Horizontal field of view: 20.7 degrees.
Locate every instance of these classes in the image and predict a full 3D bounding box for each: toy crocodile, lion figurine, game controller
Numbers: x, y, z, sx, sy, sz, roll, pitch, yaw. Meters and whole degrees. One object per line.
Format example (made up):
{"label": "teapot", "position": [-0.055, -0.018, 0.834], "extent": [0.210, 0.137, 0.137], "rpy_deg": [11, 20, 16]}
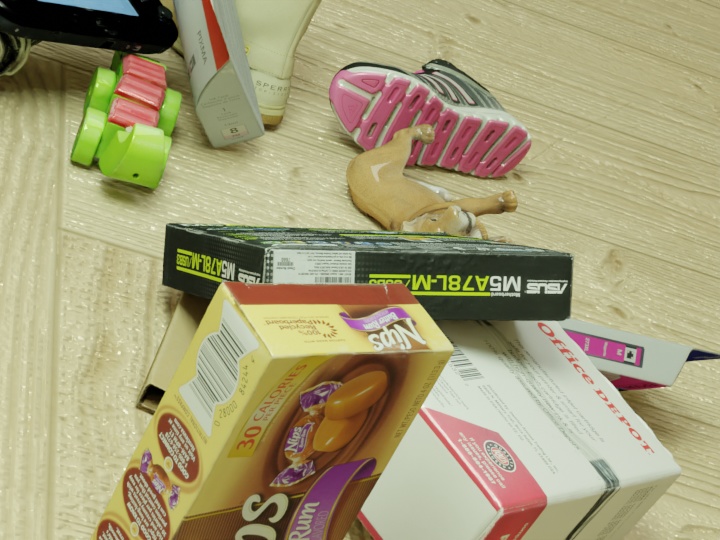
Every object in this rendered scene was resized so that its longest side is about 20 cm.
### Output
{"label": "toy crocodile", "position": [-0.162, -0.114, 1.406], "extent": [0.067, 0.062, 0.201], "rpy_deg": [20, 26, -12]}
{"label": "lion figurine", "position": [0.040, -0.048, 1.475], "extent": [0.122, 0.073, 0.200], "rpy_deg": [-11, 28, -32]}
{"label": "game controller", "position": [-0.214, -0.204, 1.409], "extent": [0.199, 0.042, 0.105], "rpy_deg": [0, 58, -57]}

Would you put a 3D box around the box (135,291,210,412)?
{"label": "box", "position": [-0.045, 0.059, 1.240], "extent": [0.162, 0.021, 0.200], "rpy_deg": [23, 27, -5]}

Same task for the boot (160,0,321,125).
{"label": "boot", "position": [-0.093, -0.231, 1.575], "extent": [0.072, 0.156, 0.200], "rpy_deg": [5, 33, -35]}

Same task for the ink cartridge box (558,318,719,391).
{"label": "ink cartridge box", "position": [0.144, 0.056, 1.346], "extent": [0.198, 0.038, 0.095], "rpy_deg": [11, -10, -24]}

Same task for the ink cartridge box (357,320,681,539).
{"label": "ink cartridge box", "position": [0.076, 0.103, 1.164], "extent": [0.199, 0.085, 0.145], "rpy_deg": [-3, 46, -52]}

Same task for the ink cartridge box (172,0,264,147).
{"label": "ink cartridge box", "position": [-0.121, -0.203, 1.422], "extent": [0.200, 0.056, 0.164], "rpy_deg": [60, 15, -68]}

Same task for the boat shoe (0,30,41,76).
{"label": "boat shoe", "position": [-0.270, -0.162, 1.399], "extent": [0.063, 0.071, 0.199], "rpy_deg": [36, 36, 21]}

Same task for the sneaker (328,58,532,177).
{"label": "sneaker", "position": [0.047, -0.135, 1.622], "extent": [0.198, 0.074, 0.088], "rpy_deg": [12, 29, -36]}

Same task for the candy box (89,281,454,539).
{"label": "candy box", "position": [-0.051, 0.097, 0.963], "extent": [0.116, 0.201, 0.057], "rpy_deg": [1, 38, -41]}

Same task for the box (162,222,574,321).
{"label": "box", "position": [0.000, 0.000, 1.198], "extent": [0.198, 0.048, 0.193], "rpy_deg": [1, 2, -24]}
